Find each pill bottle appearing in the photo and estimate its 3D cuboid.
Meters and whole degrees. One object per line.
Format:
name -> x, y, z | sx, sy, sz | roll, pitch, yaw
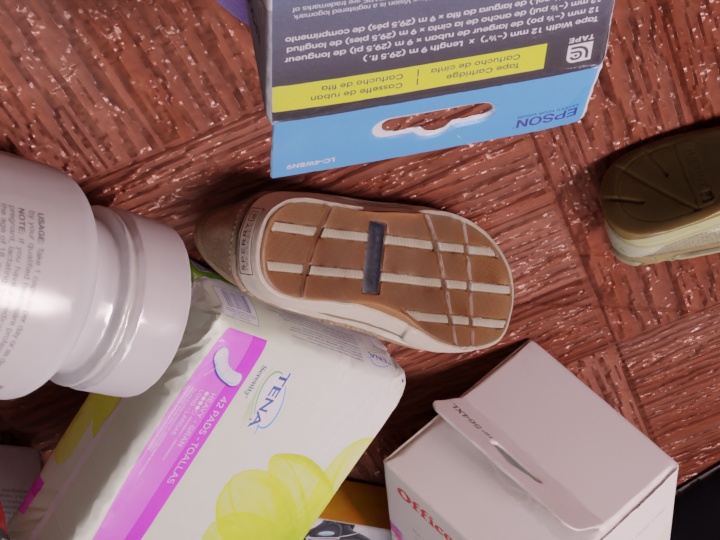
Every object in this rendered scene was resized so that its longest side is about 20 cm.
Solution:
pill bottle -> -0.184, -0.001, 0.932 | 0.200, 0.115, 0.114 | 15, 134, -38

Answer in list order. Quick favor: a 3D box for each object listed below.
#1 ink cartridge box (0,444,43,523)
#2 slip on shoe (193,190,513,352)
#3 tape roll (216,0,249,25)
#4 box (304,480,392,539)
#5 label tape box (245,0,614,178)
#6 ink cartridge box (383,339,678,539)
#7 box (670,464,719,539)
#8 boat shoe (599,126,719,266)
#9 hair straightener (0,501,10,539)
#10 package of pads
ink cartridge box -> -0.262, 0.173, 1.078 | 0.200, 0.177, 0.045 | 9, 147, -32
slip on shoe -> 0.000, 0.000, 1.067 | 0.200, 0.076, 0.061 | 8, 178, -44
tape roll -> 0.017, -0.181, 0.819 | 0.200, 0.066, 0.200 | -12, 145, -8
box -> -0.042, 0.180, 1.308 | 0.200, 0.042, 0.119 | 14, 134, -40
label tape box -> 0.027, -0.130, 0.783 | 0.143, 0.066, 0.200 | -10, 147, -10
ink cartridge box -> 0.103, 0.153, 1.221 | 0.125, 0.129, 0.200 | -38, 151, -22
box -> 0.301, 0.244, 1.403 | 0.104, 0.200, 0.148 | -35, 142, 23
boat shoe -> 0.230, -0.048, 1.090 | 0.200, 0.073, 0.063 | -17, 152, 4
hair straightener -> -0.215, 0.160, 1.063 | 0.077, 0.200, 0.041 | -23, 165, -1
package of pads -> -0.083, 0.104, 1.109 | 0.154, 0.068, 0.200 | 21, 108, -43
